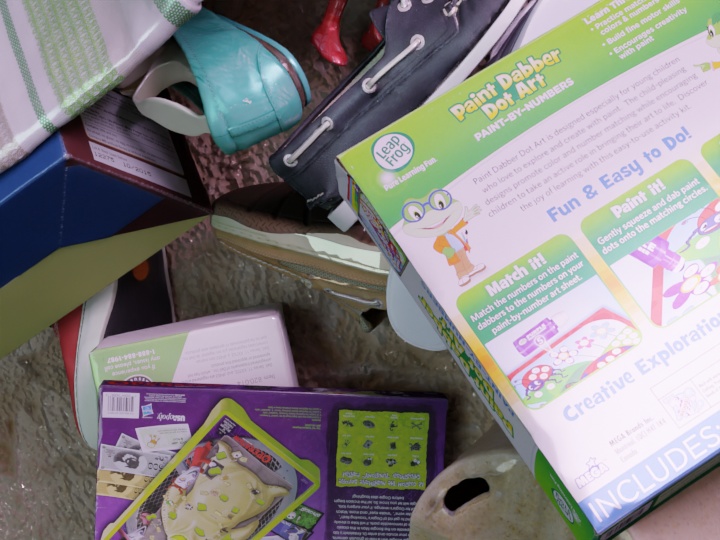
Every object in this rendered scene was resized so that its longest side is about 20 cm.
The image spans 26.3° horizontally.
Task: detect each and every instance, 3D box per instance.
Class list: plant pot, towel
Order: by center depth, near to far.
[{"bbox_3d":[0.122,0.126,0.740,0.199,0.183,0.203,9,106,33],"label":"plant pot"},{"bbox_3d":[-0.181,-0.136,0.799,0.199,0.031,0.150,-35,63,18],"label":"towel"}]

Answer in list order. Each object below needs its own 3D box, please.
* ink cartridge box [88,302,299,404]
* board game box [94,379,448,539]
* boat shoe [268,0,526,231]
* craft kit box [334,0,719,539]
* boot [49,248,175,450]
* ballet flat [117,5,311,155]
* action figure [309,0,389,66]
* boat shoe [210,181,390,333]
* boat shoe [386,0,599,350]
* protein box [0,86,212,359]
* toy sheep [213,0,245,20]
[{"bbox_3d":[-0.084,0.131,0.928,0.116,0.067,0.202,-10,96,-1],"label":"ink cartridge box"},{"bbox_3d":[-0.052,0.126,0.881,0.198,0.032,0.121,3,92,-4],"label":"board game box"},{"bbox_3d":[0.027,-0.112,0.792,0.060,0.076,0.201,36,103,-6],"label":"boat shoe"},{"bbox_3d":[0.122,-0.016,0.661,0.198,0.199,0.049,57,170,19],"label":"craft kit box"},{"bbox_3d":[-0.197,0.013,1.012,0.143,0.072,0.202,2,94,35],"label":"boot"},{"bbox_3d":[-0.103,-0.118,0.841,0.200,0.070,0.068,39,155,49],"label":"ballet flat"},{"bbox_3d":[0.031,-0.201,0.802,0.052,0.065,0.202,46,127,44],"label":"action figure"},{"bbox_3d":[0.000,0.000,0.872,0.198,0.072,0.077,13,120,32],"label":"boat shoe"},{"bbox_3d":[0.070,-0.056,0.782,0.071,0.068,0.202,23,97,-10],"label":"boat shoe"},{"bbox_3d":[-0.227,-0.082,0.909,0.198,0.135,0.201,-32,64,21],"label":"protein box"},{"bbox_3d":[-0.060,-0.229,0.822,0.137,0.138,0.201,30,132,26],"label":"toy sheep"}]
